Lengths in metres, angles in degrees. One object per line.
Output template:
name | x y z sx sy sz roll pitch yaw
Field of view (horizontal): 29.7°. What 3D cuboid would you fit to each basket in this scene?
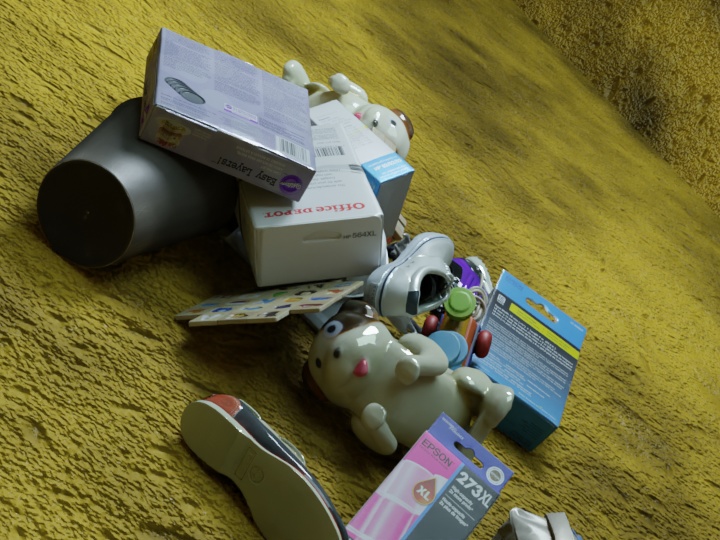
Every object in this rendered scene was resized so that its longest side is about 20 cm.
basket | -0.244 -0.087 1.437 0.180 0.136 0.200 42 25 2

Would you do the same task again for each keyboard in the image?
keyboard | -0.073 0.011 1.607 0.200 0.056 0.011 44 -18 16

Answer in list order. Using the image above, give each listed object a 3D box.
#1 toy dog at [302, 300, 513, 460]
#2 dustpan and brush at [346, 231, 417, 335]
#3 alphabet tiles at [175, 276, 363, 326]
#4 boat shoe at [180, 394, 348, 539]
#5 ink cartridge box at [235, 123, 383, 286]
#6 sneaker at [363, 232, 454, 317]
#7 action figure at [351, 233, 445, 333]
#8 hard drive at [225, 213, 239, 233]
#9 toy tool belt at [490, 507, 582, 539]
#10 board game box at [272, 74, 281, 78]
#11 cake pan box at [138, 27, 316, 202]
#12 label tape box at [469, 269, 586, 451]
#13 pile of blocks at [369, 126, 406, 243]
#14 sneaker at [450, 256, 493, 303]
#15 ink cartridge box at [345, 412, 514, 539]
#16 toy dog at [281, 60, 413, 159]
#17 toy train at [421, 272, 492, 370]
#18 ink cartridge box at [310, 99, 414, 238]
toy dog | 0.039 0.116 1.436 0.199 0.140 0.194 32 14 -10
dustpan and brush | 0.000 0.000 1.602 0.139 0.058 0.200 -32 62 -32
alphabet tiles | -0.094 0.032 1.439 0.165 0.006 0.200 -3 10 21
boat shoe | -0.079 0.186 1.228 0.200 0.072 0.062 41 19 21
ink cartridge box | -0.067 -0.077 1.541 0.144 0.085 0.201 -6 38 -12
sneaker | 0.073 0.013 1.541 0.070 0.074 0.200 17 26 21
action figure | 0.028 0.009 1.680 0.199 0.102 0.120 35 63 -22
hard drive | -0.107 -0.069 1.737 0.139 0.033 0.200 43 22 15
toy tool belt | 0.200 0.325 1.303 0.122 0.126 0.201 18 28 -22
board game box | -0.185 -0.188 1.702 0.158 0.098 0.200 14 24 -11
cake pan box | -0.141 -0.172 1.488 0.198 0.053 0.185 20 33 -21
label tape box | 0.198 0.112 1.730 0.144 0.063 0.201 36 39 -5
pile of blocks | 0.012 -0.099 1.834 0.081 0.201 0.063 1 48 10
sneaker | 0.147 0.058 1.839 0.099 0.070 0.201 6 37 -34
ink cartridge box | 0.063 0.223 1.277 0.094 0.037 0.200 40 54 7
toy dog | -0.026 -0.185 1.905 0.198 0.140 0.195 13 -36 35
toy train | 0.115 0.056 1.596 0.084 0.116 0.201 15 60 10
ink cartridge box | -0.030 -0.137 1.763 0.067 0.116 0.200 -23 56 -39
